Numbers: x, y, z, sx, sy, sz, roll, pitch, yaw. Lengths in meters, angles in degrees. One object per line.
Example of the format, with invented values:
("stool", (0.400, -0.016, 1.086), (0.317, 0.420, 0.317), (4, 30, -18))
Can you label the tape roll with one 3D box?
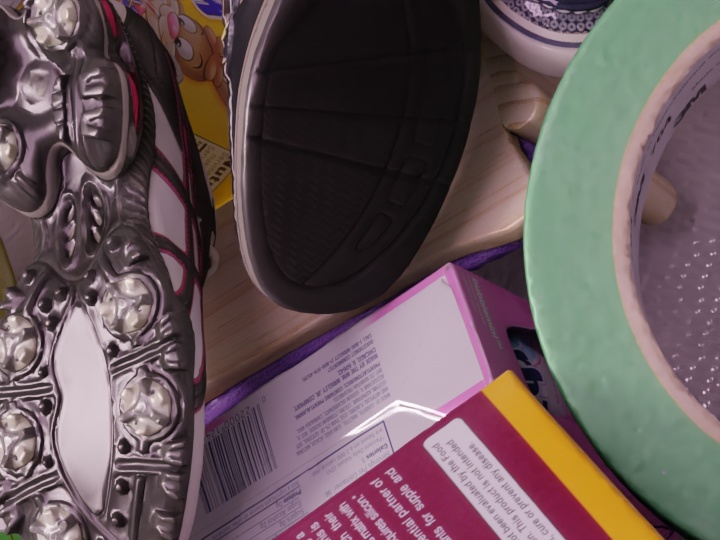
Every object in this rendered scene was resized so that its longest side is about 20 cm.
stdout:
("tape roll", (0.147, -0.008, 0.833), (0.199, 0.048, 0.202), (-1, 81, 8))

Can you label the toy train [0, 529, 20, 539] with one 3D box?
("toy train", (-0.168, 0.114, 1.006), (0.057, 0.199, 0.042), (61, 141, 40))

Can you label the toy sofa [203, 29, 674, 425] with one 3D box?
("toy sofa", (0.000, 0.000, 0.967), (0.200, 0.083, 0.098), (-31, 51, 25))

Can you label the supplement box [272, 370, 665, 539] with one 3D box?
("supplement box", (0.001, 0.137, 0.793), (0.200, 0.086, 0.110), (-35, 41, -6))

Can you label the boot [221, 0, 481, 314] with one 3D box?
("boot", (-0.023, -0.092, 0.924), (0.154, 0.073, 0.205), (-173, 88, -67))

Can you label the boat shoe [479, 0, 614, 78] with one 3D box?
("boat shoe", (0.051, -0.164, 0.899), (0.074, 0.093, 0.201), (-11, 62, -4))

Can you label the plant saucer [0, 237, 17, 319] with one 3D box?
("plant saucer", (-0.160, -0.008, 1.065), (0.031, 0.200, 0.200), (-21, 53, -17))

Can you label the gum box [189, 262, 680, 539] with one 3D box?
("gum box", (0.002, 0.083, 0.928), (0.200, 0.113, 0.066), (-34, 57, 24))

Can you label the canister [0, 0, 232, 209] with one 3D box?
("canister", (-0.116, -0.098, 1.023), (0.087, 0.200, 0.149), (-47, 53, 16))

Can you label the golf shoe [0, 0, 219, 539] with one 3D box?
("golf shoe", (-0.070, 0.007, 0.906), (0.077, 0.088, 0.201), (-13, 76, 28))
